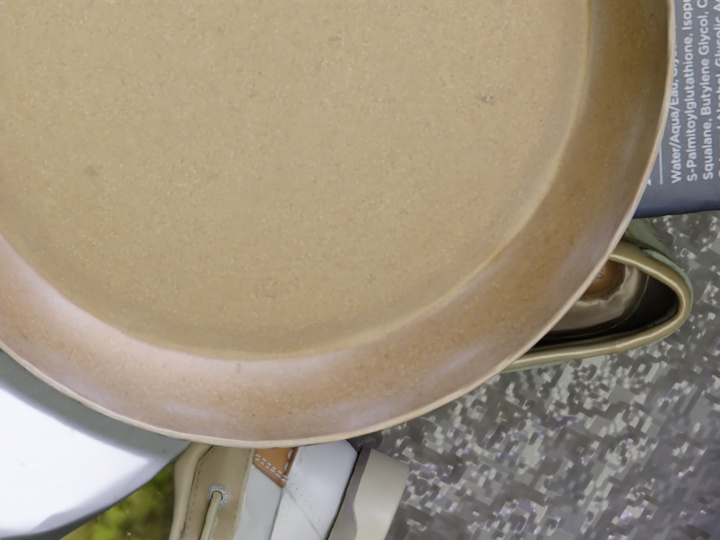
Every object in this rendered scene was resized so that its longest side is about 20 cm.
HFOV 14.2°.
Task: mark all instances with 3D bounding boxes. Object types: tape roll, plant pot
[{"bbox_3d":[-0.124,-0.018,0.764,0.200,0.066,0.201,10,68,-26],"label":"tape roll"},{"bbox_3d":[-0.021,-0.054,0.722,0.199,0.027,0.201,-3,106,-9],"label":"plant pot"}]

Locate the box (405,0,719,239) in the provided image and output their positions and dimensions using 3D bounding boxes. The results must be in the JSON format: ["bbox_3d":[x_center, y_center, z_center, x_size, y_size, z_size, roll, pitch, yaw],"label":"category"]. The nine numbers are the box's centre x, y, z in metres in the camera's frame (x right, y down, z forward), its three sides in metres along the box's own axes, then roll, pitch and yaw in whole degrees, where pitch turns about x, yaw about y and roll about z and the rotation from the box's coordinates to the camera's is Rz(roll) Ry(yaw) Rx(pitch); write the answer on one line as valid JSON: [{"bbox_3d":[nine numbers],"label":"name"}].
[{"bbox_3d":[0.098,-0.085,0.828,0.199,0.148,0.107,-7,106,-9],"label":"box"}]

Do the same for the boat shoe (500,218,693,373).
[{"bbox_3d":[0.000,0.000,0.875,0.199,0.063,0.074,-5,107,-12],"label":"boat shoe"}]

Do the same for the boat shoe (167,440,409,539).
[{"bbox_3d":[-0.056,0.134,0.905,0.068,0.075,0.200,25,99,-2],"label":"boat shoe"}]
